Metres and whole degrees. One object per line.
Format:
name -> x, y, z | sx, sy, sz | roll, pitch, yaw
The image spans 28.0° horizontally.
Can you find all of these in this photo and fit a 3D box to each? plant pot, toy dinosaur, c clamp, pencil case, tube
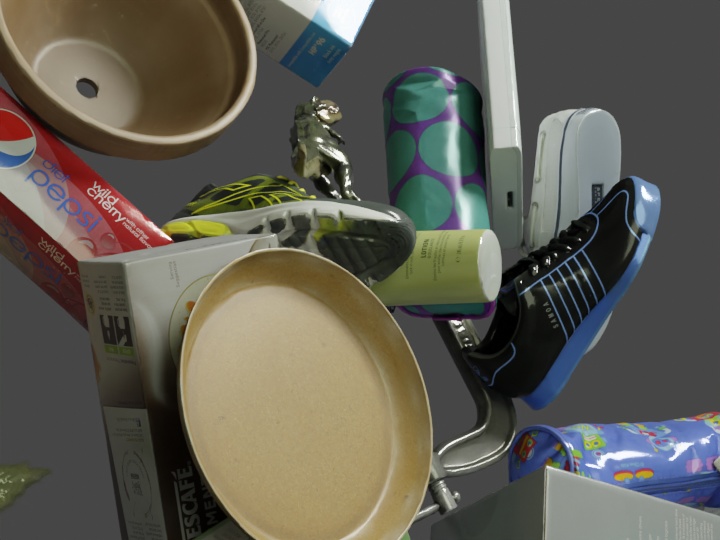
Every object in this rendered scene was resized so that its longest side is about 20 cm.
plant pot -> -0.036, 0.085, 0.885 | 0.199, 0.027, 0.201 | 21, 58, -38
toy dinosaur -> -0.026, -0.077, 1.090 | 0.088, 0.047, 0.200 | 55, 9, -14
c clamp -> 0.042, 0.088, 1.091 | 0.170, 0.027, 0.201 | -12, 72, -35
pencil case -> 0.214, 0.154, 1.122 | 0.199, 0.087, 0.079 | -1, 100, -29
tube -> 0.000, 0.000, 1.033 | 0.058, 0.199, 0.052 | -32, 117, -62
plant pot -> -0.182, -0.154, 1.038 | 0.200, 0.093, 0.202 | 16, 55, -25
pencil case -> 0.059, -0.058, 1.122 | 0.085, 0.093, 0.201 | 1, 59, -3

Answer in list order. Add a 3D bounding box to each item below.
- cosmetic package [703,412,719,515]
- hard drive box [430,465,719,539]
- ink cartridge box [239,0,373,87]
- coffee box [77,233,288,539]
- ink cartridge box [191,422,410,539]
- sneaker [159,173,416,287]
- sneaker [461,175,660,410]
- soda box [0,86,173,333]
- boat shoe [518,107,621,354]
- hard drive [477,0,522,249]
cosmetic package -> 0.354, 0.147, 1.189 | 0.081, 0.113, 0.201 | 28, 54, -15
hard drive box -> 0.169, 0.216, 1.021 | 0.199, 0.156, 0.077 | 18, 59, -20
ink cartridge box -> -0.085, -0.256, 1.165 | 0.199, 0.068, 0.116 | 31, 54, -12
coffee box -> -0.104, 0.084, 0.932 | 0.114, 0.080, 0.201 | -11, 96, -33
ink cartridge box -> -0.039, 0.209, 0.910 | 0.199, 0.048, 0.146 | -29, 117, -25
sneaker -> -0.053, -0.037, 1.015 | 0.085, 0.199, 0.075 | -68, 149, -43
sneaker -> 0.154, 0.006, 1.109 | 0.078, 0.070, 0.201 | 30, 88, -16
soda box -> -0.227, -0.053, 0.980 | 0.200, 0.070, 0.063 | 42, 54, -5
boat shoe -> 0.161, -0.032, 1.195 | 0.074, 0.086, 0.203 | -3, 97, -36
hard drive -> 0.113, -0.137, 1.174 | 0.027, 0.132, 0.201 | -4, 56, 4
